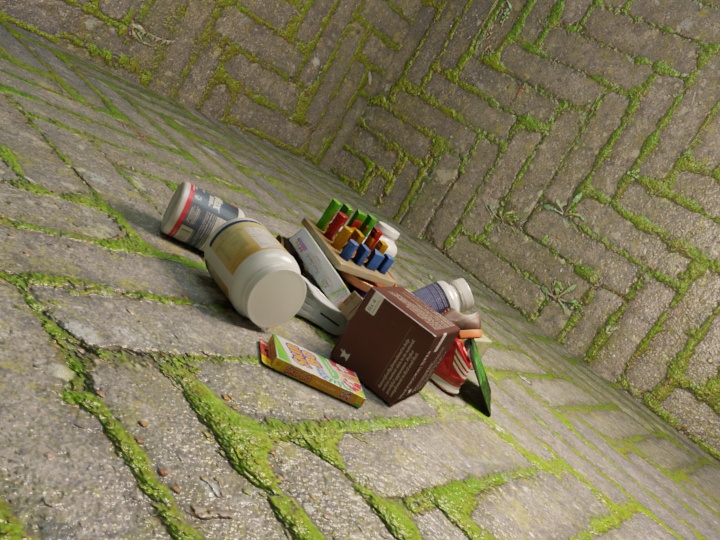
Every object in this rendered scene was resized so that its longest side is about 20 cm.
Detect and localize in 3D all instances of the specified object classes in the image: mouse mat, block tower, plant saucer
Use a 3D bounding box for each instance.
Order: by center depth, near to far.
[{"bbox_3d":[0.011,0.105,1.494,0.054,0.058,0.200,46,-2,25],"label":"block tower"},{"bbox_3d":[0.294,0.248,1.651,0.200,0.007,0.163,-47,118,-76],"label":"mouse mat"},{"bbox_3d":[0.000,0.000,1.686,0.198,0.033,0.201,30,20,-12],"label":"plant saucer"}]

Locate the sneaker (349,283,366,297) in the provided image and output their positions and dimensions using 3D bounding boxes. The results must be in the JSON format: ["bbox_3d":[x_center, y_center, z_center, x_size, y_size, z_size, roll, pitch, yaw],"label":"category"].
[{"bbox_3d":[-0.014,0.036,1.728,0.200,0.069,0.101,-126,-169,-81],"label":"sneaker"}]

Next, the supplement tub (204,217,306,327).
[{"bbox_3d":[-0.201,0.003,1.287,0.143,0.146,0.200,21,16,-43],"label":"supplement tub"}]

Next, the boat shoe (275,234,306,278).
[{"bbox_3d":[-0.176,-0.019,1.640,0.069,0.071,0.201,18,25,-22],"label":"boat shoe"}]

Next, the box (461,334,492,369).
[{"bbox_3d":[0.234,0.178,1.834,0.175,0.097,0.199,39,12,29],"label":"box"}]

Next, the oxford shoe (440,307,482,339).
[{"bbox_3d":[0.197,0.128,1.630,0.196,0.074,0.071,2,-8,-15],"label":"oxford shoe"}]

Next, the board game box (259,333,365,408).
[{"bbox_3d":[-0.086,0.173,1.189,0.198,0.030,0.096,26,13,-19],"label":"board game box"}]

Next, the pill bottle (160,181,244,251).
[{"bbox_3d":[-0.316,-0.095,1.458,0.198,0.121,0.120,27,12,-26],"label":"pill bottle"}]

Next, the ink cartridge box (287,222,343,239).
[{"bbox_3d":[-0.112,-0.079,1.827,0.198,0.041,0.199,-15,-24,39],"label":"ink cartridge box"}]

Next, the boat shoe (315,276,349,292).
[{"bbox_3d":[-0.077,0.033,1.709,0.073,0.077,0.201,-6,34,-14],"label":"boat shoe"}]

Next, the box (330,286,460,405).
[{"bbox_3d":[0.075,0.145,1.370,0.163,0.167,0.199,36,13,19],"label":"box"}]

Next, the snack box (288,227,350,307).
[{"bbox_3d":[-0.082,0.012,1.579,0.201,0.053,0.143,54,-2,33],"label":"snack box"}]

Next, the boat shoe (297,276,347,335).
[{"bbox_3d":[-0.115,0.069,1.458,0.200,0.074,0.067,43,-2,-12],"label":"boat shoe"}]

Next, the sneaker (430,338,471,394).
[{"bbox_3d":[0.174,0.187,1.584,0.199,0.117,0.078,35,12,14],"label":"sneaker"}]

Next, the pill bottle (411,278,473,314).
[{"bbox_3d":[0.180,0.094,1.699,0.111,0.197,0.113,159,-90,-81],"label":"pill bottle"}]

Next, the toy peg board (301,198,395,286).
[{"bbox_3d":[-0.009,-0.076,1.639,0.198,0.098,0.200,19,23,-44],"label":"toy peg board"}]

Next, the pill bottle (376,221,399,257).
[{"bbox_3d":[0.032,-0.036,1.923,0.110,0.202,0.111,30,12,-7],"label":"pill bottle"}]
